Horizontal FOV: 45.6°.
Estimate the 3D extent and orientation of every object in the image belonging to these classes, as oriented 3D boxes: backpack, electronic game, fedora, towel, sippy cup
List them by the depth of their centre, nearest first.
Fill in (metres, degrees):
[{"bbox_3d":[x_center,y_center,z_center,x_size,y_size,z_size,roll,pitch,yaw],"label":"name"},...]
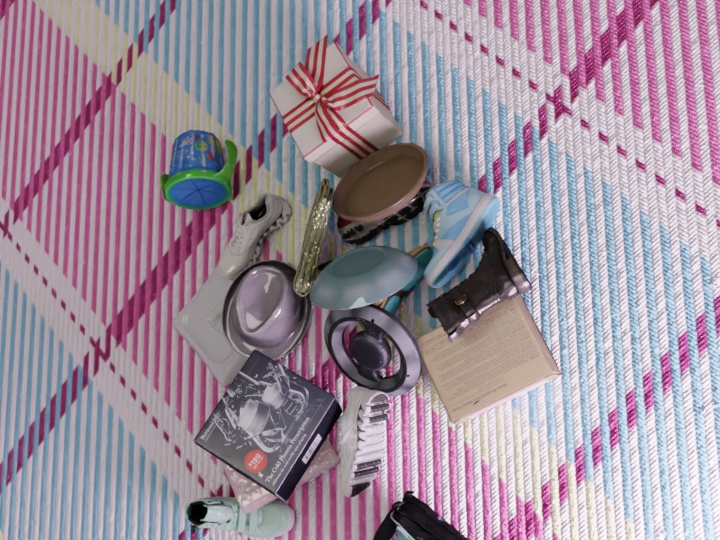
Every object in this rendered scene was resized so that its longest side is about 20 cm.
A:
[{"bbox_3d":[0.116,0.485,1.409,0.200,0.177,0.151,30,97,16],"label":"backpack"},{"bbox_3d":[0.020,0.142,1.534,0.200,0.042,0.200,19,129,24],"label":"electronic game"},{"bbox_3d":[-0.087,-0.064,1.602,0.036,0.148,0.201,13,108,-3],"label":"towel"},{"bbox_3d":[-0.166,0.324,1.608,0.200,0.032,0.191,-27,68,-4],"label":"towel"},{"bbox_3d":[-0.186,0.070,1.643,0.176,0.090,0.200,22,80,10],"label":"fedora"},{"bbox_3d":[-0.337,-0.214,1.775,0.177,0.140,0.131,-5,66,-2],"label":"sippy cup"}]

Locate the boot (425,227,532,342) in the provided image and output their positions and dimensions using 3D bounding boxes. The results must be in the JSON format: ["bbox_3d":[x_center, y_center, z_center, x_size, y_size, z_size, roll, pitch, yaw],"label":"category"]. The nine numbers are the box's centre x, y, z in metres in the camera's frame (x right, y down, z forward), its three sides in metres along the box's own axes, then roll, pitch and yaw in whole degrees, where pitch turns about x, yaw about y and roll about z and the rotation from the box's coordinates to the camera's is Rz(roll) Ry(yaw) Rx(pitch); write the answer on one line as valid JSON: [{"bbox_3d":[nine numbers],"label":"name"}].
[{"bbox_3d":[0.187,0.021,1.464,0.174,0.069,0.200,-33,29,9],"label":"boot"}]

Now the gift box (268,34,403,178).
[{"bbox_3d":[-0.041,-0.314,1.619,0.200,0.187,0.185,-40,68,14],"label":"gift box"}]

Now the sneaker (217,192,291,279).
[{"bbox_3d":[-0.226,-0.073,1.711,0.075,0.081,0.200,37,92,23],"label":"sneaker"}]

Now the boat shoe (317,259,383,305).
[{"bbox_3d":[-0.011,0.032,1.575,0.200,0.073,0.063,30,135,58],"label":"boat shoe"}]

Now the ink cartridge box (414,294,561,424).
[{"bbox_3d":[0.218,0.149,1.478,0.200,0.075,0.165,-29,71,16],"label":"ink cartridge box"}]

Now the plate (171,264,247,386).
[{"bbox_3d":[-0.277,0.099,1.737,0.200,0.032,0.200,-49,66,9],"label":"plate"}]

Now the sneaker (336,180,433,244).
[{"bbox_3d":[0.040,-0.128,1.614,0.200,0.077,0.085,-25,57,14],"label":"sneaker"}]

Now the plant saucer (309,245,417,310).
[{"bbox_3d":[0.000,0.000,1.504,0.200,0.201,0.039,-6,117,23],"label":"plant saucer"}]

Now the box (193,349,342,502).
[{"bbox_3d":[-0.164,0.280,1.552,0.182,0.104,0.200,27,73,17],"label":"box"}]

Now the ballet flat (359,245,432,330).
[{"bbox_3d":[0.057,0.029,1.581,0.063,0.069,0.200,36,95,39],"label":"ballet flat"}]

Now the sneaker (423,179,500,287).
[{"bbox_3d":[0.147,-0.074,1.544,0.130,0.080,0.200,33,80,24],"label":"sneaker"}]

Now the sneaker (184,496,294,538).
[{"bbox_3d":[-0.230,0.464,1.601,0.200,0.118,0.074,-2,78,23],"label":"sneaker"}]

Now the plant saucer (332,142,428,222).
[{"bbox_3d":[0.039,-0.158,1.582,0.200,0.029,0.200,-23,37,19],"label":"plant saucer"}]

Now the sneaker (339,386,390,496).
[{"bbox_3d":[-0.004,0.306,1.545,0.081,0.075,0.201,16,96,42],"label":"sneaker"}]
